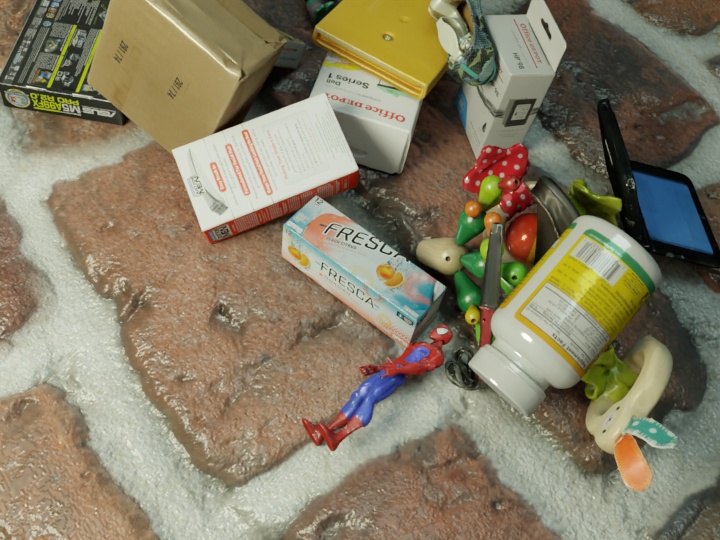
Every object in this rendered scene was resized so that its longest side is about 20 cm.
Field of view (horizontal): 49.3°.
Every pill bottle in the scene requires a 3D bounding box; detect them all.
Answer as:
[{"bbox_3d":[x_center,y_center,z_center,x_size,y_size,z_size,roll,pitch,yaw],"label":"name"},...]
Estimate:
[{"bbox_3d":[0.209,0.051,0.820,0.113,0.113,0.200,40,87,17],"label":"pill bottle"}]

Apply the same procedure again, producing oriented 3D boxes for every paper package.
[{"bbox_3d":[-0.216,-0.256,0.954,0.190,0.200,0.104,41,53,-4],"label":"paper package"}]

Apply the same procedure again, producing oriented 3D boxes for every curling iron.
[{"bbox_3d":[0.131,0.045,0.858,0.049,0.201,0.026,11,22,4],"label":"curling iron"}]

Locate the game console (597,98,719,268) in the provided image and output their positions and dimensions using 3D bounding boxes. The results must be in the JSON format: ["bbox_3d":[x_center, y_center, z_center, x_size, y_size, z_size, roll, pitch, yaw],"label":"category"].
[{"bbox_3d":[0.392,-0.118,1.031,0.116,0.176,0.201,-12,41,15],"label":"game console"}]

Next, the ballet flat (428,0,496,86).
[{"bbox_3d":[0.125,-0.329,1.027,0.074,0.074,0.201,-5,55,-13],"label":"ballet flat"}]

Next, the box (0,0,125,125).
[{"bbox_3d":[-0.381,-0.296,1.073,0.159,0.044,0.201,9,56,-5],"label":"box"}]

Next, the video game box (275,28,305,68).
[{"bbox_3d":[-0.197,-0.340,1.075,0.199,0.047,0.182,29,21,9],"label":"video game box"}]

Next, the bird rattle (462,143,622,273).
[{"bbox_3d":[0.218,-0.066,0.982,0.199,0.113,0.164,18,86,-10],"label":"bird rattle"}]

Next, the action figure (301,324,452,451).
[{"bbox_3d":[0.028,0.119,0.858,0.199,0.065,0.052,-32,97,-27],"label":"action figure"}]

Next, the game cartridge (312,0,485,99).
[{"bbox_3d":[0.057,-0.335,1.085,0.176,0.033,0.200,30,53,9],"label":"game cartridge"}]

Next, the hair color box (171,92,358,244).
[{"bbox_3d":[-0.114,-0.124,0.953,0.199,0.064,0.111,-21,78,-8],"label":"hair color box"}]

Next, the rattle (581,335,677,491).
[{"bbox_3d":[0.251,0.120,0.828,0.143,0.130,0.200,50,36,-6],"label":"rattle"}]

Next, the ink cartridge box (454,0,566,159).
[{"bbox_3d":[0.195,-0.260,1.055,0.066,0.200,0.116,-6,57,-14],"label":"ink cartridge box"}]

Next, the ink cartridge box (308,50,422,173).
[{"bbox_3d":[0.015,-0.248,1.085,0.144,0.084,0.201,16,55,0],"label":"ink cartridge box"}]

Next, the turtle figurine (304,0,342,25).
[{"bbox_3d":[-0.081,-0.480,1.215,0.149,0.101,0.201,-30,81,-10],"label":"turtle figurine"}]

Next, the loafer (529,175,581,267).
[{"bbox_3d":[0.236,-0.014,0.925,0.071,0.201,0.073,-22,16,9],"label":"loafer"}]

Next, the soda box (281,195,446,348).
[{"bbox_3d":[0.000,0.000,0.927,0.200,0.069,0.064,36,58,15],"label":"soda box"}]

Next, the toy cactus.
[{"bbox_3d":[0.137,-0.017,0.927,0.102,0.201,0.165,-20,21,-34],"label":"toy cactus"}]
